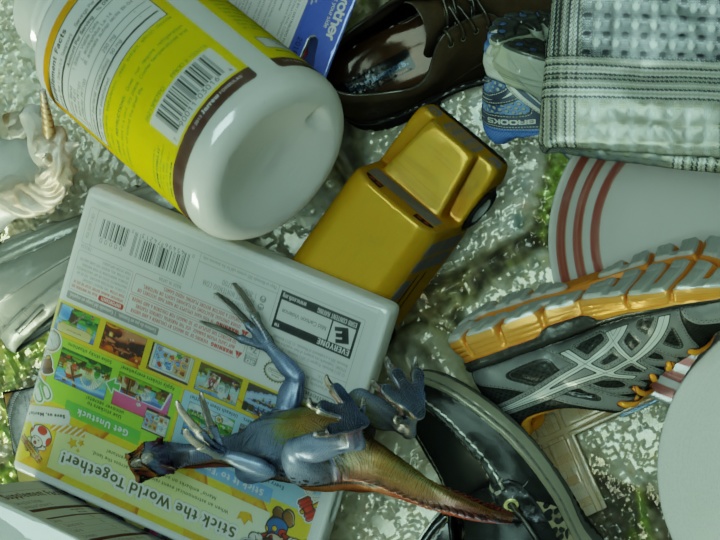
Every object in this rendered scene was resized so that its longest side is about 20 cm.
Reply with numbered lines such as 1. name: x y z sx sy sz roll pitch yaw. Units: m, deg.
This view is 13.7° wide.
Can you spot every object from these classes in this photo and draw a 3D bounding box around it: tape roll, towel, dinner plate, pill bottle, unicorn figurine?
1. tape roll: 0.265 0.110 1.673 0.202 0.037 0.203 3 103 14
2. towel: 0.202 -0.148 1.637 0.199 0.035 0.193 6 78 14
3. dinner plate: 0.206 -0.015 1.686 0.199 0.024 0.201 4 107 12
4. pill bottle: -0.109 -0.110 1.693 0.200 0.109 0.109 40 96 34
5. unicorn figurine: -0.227 -0.052 1.792 0.200 0.074 0.137 -54 36 19

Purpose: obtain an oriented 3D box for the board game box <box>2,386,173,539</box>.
1. board game box: -0.131 0.158 1.799 0.135 0.035 0.201 -12 83 13

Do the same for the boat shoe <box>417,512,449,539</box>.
1. boat shoe: 0.035 0.226 1.738 0.074 0.060 0.200 24 92 15

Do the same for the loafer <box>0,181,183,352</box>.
1. loafer: -0.137 -0.010 1.798 0.200 0.070 0.070 -22 84 20

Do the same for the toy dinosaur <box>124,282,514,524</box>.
1. toy dinosaur: -0.046 0.107 1.661 0.200 0.105 0.181 55 139 3

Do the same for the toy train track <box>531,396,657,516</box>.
1. toy train track: 0.146 0.072 1.735 0.200 0.033 0.115 -25 80 10

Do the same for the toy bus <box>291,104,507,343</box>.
1. toy bus: 0.000 0.000 1.744 0.065 0.078 0.200 41 111 13

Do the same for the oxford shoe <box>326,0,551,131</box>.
1. oxford shoe: 0.065 -0.145 1.746 0.200 0.084 0.073 -33 77 8

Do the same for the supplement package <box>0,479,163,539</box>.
1. supplement package: -0.142 0.213 1.718 0.200 0.117 0.117 23 94 15

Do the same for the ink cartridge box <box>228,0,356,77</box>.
1. ink cartridge box: -0.085 -0.138 1.774 0.200 0.042 0.120 24 93 38

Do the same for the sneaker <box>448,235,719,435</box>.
1. sneaker: 0.150 0.037 1.666 0.200 0.078 0.077 -16 102 30

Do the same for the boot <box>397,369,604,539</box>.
1. boot: 0.054 0.173 1.680 0.154 0.073 0.204 -41 99 -21

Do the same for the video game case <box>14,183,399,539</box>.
1. video game case: -0.092 0.068 1.739 0.200 0.023 0.183 22 106 17

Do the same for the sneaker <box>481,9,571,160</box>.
1. sneaker: 0.162 -0.086 1.728 0.199 0.077 0.085 16 124 0
